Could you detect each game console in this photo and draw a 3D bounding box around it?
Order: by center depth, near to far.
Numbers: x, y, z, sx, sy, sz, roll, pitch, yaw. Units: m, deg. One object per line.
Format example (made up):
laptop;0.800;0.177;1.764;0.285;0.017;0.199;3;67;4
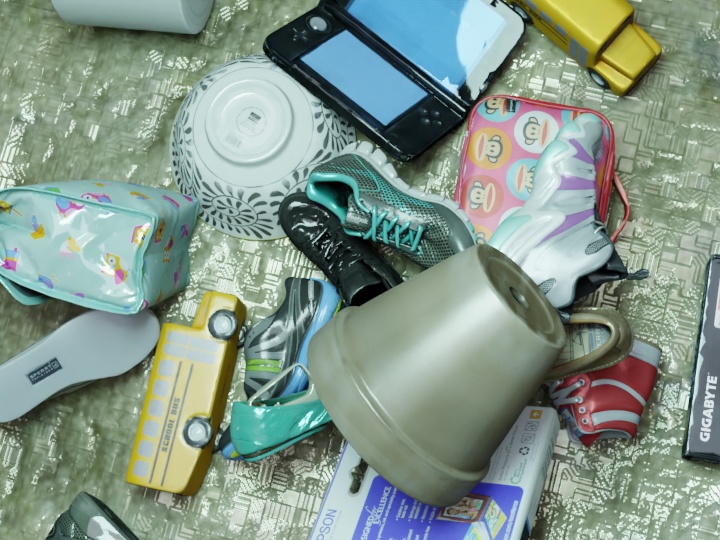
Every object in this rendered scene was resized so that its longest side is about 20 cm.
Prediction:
game console;0.033;-0.235;1.543;0.199;0.117;0.176;39;43;12

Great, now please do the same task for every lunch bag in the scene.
lunch bag;-0.278;-0.031;1.503;0.197;0.170;0.124;10;99;7
lunch bag;0.179;-0.064;1.520;0.174;0.082;0.203;10;81;3

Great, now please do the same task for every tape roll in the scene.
tape roll;-0.226;-0.346;1.552;0.137;0.203;0.205;6;79;7

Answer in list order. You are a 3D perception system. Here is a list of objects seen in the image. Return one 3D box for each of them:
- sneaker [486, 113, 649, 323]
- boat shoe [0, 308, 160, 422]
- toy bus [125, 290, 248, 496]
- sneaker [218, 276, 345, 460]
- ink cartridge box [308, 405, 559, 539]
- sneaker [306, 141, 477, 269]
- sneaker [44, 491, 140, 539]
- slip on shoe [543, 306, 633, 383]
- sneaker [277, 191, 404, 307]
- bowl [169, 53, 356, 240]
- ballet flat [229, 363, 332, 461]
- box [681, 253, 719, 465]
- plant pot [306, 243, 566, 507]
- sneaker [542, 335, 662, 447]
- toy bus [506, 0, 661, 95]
sneaker;0.212;-0.040;1.419;0.139;0.078;0.201;29;75;14
boat shoe;-0.292;0.089;1.539;0.199;0.066;0.072;-31;99;2
toy bus;-0.169;0.121;1.521;0.077;0.065;0.203;11;80;9
sneaker;-0.086;0.097;1.521;0.082;0.071;0.201;23;80;22
ink cartridge box;0.070;0.205;1.435;0.198;0.044;0.199;3;47;23
sneaker;0.025;-0.048;1.469;0.199;0.091;0.078;35;126;31
sneaker;-0.238;0.321;1.483;0.199;0.076;0.114;41;87;15
slip on shoe;0.154;0.076;1.430;0.198;0.061;0.077;-8;84;19
sneaker;-0.002;0.002;1.491;0.200;0.104;0.060;43;98;-7
bowl;-0.107;-0.140;1.553;0.198;0.094;0.203;-1;77;6
ballet flat;-0.033;0.116;1.454;0.198;0.067;0.071;-19;101;-19
box;0.421;0.098;1.476;0.196;0.050;0.203;10;79;7
plant pot;0.081;0.076;1.343;0.173;0.200;0.201;-42;77;19
sneaker;0.185;0.103;1.486;0.198;0.071;0.114;15;77;6
toy bus;0.212;-0.268;1.547;0.200;0.078;0.065;43;85;12
